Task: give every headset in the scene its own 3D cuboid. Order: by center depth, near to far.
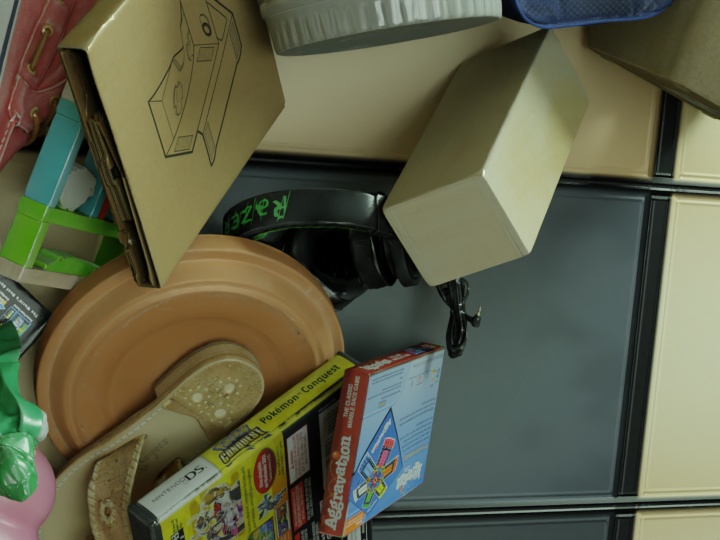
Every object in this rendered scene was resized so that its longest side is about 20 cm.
[{"bbox_3d":[0.000,0.000,1.053,0.200,0.123,0.094,14,67,-42],"label":"headset"}]

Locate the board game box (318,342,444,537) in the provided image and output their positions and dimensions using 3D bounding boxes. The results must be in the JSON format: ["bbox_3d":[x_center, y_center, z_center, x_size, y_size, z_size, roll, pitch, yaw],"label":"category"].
[{"bbox_3d":[0.017,0.107,1.059,0.019,0.200,0.103,9,94,16],"label":"board game box"}]

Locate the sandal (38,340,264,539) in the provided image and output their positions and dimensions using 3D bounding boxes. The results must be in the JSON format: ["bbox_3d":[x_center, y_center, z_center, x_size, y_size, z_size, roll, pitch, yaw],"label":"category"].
[{"bbox_3d":[-0.134,0.139,0.993,0.078,0.070,0.212,31,111,-31],"label":"sandal"}]

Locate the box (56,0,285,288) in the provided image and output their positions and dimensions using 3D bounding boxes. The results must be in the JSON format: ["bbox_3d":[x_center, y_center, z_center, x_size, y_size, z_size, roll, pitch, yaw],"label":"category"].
[{"bbox_3d":[-0.106,-0.114,0.953,0.200,0.021,0.164,-61,147,-46],"label":"box"}]

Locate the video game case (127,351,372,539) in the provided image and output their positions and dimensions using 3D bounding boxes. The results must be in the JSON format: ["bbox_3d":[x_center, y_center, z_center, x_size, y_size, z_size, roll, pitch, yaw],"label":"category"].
[{"bbox_3d":[-0.064,0.174,1.036,0.181,0.025,0.200,-35,140,-32],"label":"video game case"}]

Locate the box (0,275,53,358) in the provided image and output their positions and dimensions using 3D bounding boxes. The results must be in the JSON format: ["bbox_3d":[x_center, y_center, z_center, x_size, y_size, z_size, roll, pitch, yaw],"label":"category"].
[{"bbox_3d":[-0.309,0.020,0.954,0.160,0.044,0.200,-48,115,-12],"label":"box"}]

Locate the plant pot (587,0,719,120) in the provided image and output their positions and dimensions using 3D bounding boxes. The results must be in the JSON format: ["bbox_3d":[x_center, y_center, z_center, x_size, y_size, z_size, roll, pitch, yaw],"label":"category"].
[{"bbox_3d":[0.277,-0.197,1.126,0.200,0.200,0.177,24,98,-27],"label":"plant pot"}]

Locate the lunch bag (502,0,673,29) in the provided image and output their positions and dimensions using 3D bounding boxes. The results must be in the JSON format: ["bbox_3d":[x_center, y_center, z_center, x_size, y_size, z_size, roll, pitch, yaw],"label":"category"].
[{"bbox_3d":[0.129,-0.266,1.069,0.135,0.132,0.201,-6,106,-21],"label":"lunch bag"}]

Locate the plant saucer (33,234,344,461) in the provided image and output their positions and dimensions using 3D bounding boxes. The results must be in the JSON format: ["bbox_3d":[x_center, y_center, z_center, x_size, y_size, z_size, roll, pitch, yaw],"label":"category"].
[{"bbox_3d":[-0.106,0.069,1.018,0.200,0.032,0.201,-9,127,-11],"label":"plant saucer"}]

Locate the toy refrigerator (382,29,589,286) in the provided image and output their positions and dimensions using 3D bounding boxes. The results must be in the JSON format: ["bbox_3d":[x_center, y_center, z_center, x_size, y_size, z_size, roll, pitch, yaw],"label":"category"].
[{"bbox_3d":[0.088,-0.076,1.049,0.070,0.076,0.200,58,33,-21],"label":"toy refrigerator"}]

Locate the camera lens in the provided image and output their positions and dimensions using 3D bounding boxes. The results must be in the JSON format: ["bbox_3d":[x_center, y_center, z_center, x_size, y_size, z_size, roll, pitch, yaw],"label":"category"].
[{"bbox_3d":[0.002,-0.243,0.984,0.159,0.160,0.201,-11,94,-24],"label":"camera lens"}]

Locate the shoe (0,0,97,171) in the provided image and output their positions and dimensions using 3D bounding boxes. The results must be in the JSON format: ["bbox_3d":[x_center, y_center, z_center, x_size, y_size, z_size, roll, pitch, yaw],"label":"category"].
[{"bbox_3d":[-0.198,-0.103,0.954,0.091,0.071,0.201,19,70,-28],"label":"shoe"}]

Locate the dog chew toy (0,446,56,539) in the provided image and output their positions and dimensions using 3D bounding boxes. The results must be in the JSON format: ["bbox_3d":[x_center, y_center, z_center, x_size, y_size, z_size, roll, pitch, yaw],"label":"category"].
[{"bbox_3d":[-0.249,0.188,0.972,0.124,0.124,0.201,29,78,-26],"label":"dog chew toy"}]

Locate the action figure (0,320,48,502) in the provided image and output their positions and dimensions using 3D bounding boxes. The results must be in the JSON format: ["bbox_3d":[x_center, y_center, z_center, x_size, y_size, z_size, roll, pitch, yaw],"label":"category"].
[{"bbox_3d":[-0.214,0.087,0.875,0.118,0.200,0.055,-37,113,-15],"label":"action figure"}]

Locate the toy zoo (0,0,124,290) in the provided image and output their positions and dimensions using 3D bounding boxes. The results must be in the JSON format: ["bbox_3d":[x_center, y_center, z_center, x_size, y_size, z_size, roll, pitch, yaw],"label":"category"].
[{"bbox_3d":[-0.149,-0.084,0.973,0.020,0.131,0.201,22,92,17],"label":"toy zoo"}]
